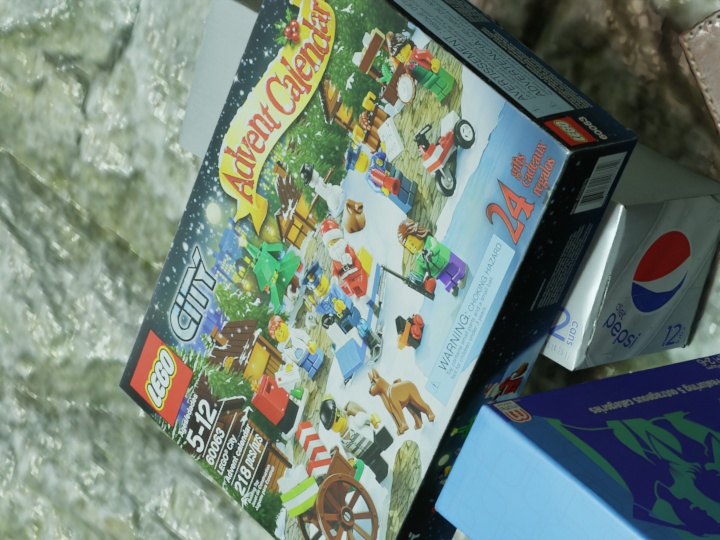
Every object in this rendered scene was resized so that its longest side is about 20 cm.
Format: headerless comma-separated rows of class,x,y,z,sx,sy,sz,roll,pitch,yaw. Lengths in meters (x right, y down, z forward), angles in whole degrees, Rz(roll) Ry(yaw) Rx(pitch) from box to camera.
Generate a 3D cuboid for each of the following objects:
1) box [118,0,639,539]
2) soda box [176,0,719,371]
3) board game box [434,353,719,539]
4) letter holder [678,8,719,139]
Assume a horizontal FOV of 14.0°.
box,0.000,0.000,1.005,0.137,0.038,0.200,41,125,29
soda box,0.029,-0.037,1.044,0.200,0.068,0.064,31,115,35
board game box,0.144,0.103,0.907,0.200,0.152,0.045,40,120,30
letter holder,0.209,-0.013,0.868,0.142,0.101,0.200,-30,76,38
